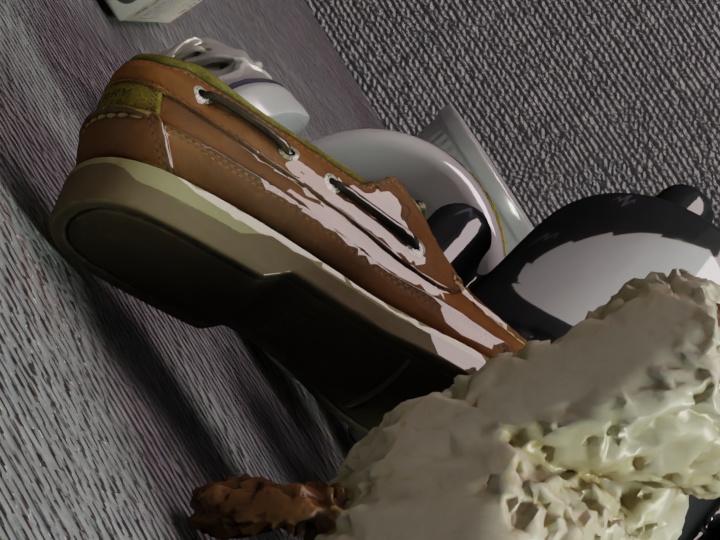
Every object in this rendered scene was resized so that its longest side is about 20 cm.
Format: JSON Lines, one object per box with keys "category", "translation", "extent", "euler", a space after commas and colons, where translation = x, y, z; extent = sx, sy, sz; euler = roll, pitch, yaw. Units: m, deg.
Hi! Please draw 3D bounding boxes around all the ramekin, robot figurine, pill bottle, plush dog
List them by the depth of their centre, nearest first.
{"category": "plush dog", "translation": [0.045, 0.118, 0.722], "extent": [0.172, 0.160, 0.200], "euler": [72, 22, -44]}
{"category": "robot figurine", "translation": [0.086, 0.048, 0.919], "extent": [0.150, 0.200, 0.125], "euler": [9, -54, 34]}
{"category": "pill bottle", "translation": [0.008, -0.005, 1.080], "extent": [0.111, 0.111, 0.200], "euler": [57, 3, 0]}
{"category": "ramekin", "translation": [0.109, -0.060, 2.505], "extent": [0.202, 0.094, 0.202], "euler": [56, 5, -7]}

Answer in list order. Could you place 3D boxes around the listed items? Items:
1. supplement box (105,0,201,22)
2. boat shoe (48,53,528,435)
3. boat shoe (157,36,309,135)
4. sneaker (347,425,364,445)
{"category": "supplement box", "translation": [-0.117, -0.199, 1.288], "extent": [0.126, 0.074, 0.200], "euler": [57, 5, -3]}
{"category": "boat shoe", "translation": [0.000, 0.000, 0.782], "extent": [0.200, 0.072, 0.068], "euler": [34, 56, -26]}
{"category": "boat shoe", "translation": [-0.063, -0.063, 1.003], "extent": [0.066, 0.072, 0.200], "euler": [52, 5, 1]}
{"category": "sneaker", "translation": [0.059, 0.132, 1.060], "extent": [0.073, 0.114, 0.200], "euler": [-13, 36, -40]}
